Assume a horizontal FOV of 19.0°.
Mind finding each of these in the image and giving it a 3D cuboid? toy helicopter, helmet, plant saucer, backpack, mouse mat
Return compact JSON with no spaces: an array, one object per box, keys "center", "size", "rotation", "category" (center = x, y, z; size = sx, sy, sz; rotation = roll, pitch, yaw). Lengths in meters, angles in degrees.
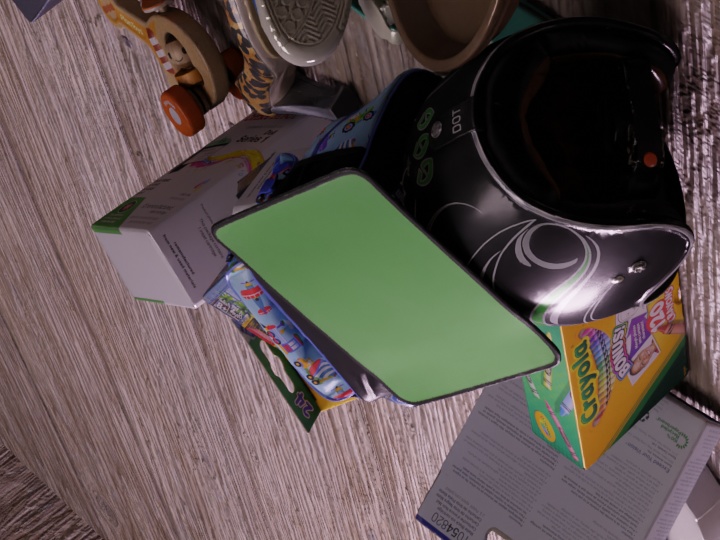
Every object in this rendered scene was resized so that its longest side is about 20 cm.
[{"center":[-0.184,-0.219,1.929],"size":[0.200,0.079,0.133],"rotation":[37,156,42],"category":"toy helicopter"},{"center":[0.125,-0.056,1.374],"size":[0.200,0.200,0.191],"rotation":[47,159,9],"category":"helmet"},{"center":[0.061,-0.224,1.326],"size":[0.200,0.029,0.202],"rotation":[179,90,-68],"category":"plant saucer"},{"center":[0.018,-0.032,1.493],"size":[0.134,0.201,0.183],"rotation":[-11,133,38],"category":"backpack"},{"center":[0.015,0.015,1.368],"size":[0.200,0.008,0.160],"rotation":[41,145,-24],"category":"mouse mat"}]

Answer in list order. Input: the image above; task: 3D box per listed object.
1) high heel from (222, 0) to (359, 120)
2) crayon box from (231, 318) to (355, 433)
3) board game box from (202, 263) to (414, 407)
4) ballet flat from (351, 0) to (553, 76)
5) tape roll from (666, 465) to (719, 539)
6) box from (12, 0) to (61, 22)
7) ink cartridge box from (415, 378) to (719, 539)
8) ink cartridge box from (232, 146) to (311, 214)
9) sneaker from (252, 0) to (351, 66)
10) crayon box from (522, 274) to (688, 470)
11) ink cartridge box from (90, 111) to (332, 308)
[{"center":[-0.098,-0.199,1.773],"size":[0.142,0.072,0.200],"rotation":[16,150,47],"category":"high heel"},{"center":[-0.027,0.031,1.865],"size":[0.051,0.200,0.126],"rotation":[-21,112,31],"category":"crayon box"},{"center":[0.000,0.000,1.641],"size":[0.199,0.062,0.200],"rotation":[32,139,3],"category":"board game box"},{"center":[0.059,-0.169,1.498],"size":[0.200,0.070,0.068],"rotation":[34,154,38],"category":"ballet flat"},{"center":[0.227,0.174,1.792],"size":[0.203,0.037,0.203],"rotation":[43,159,21],"category":"tape roll"},{"center":[-0.230,-0.335,1.641],"size":[0.200,0.198,0.123],"rotation":[53,160,-5],"category":"box"},{"center":[0.162,0.160,1.695],"size":[0.199,0.201,0.040],"rotation":[34,-172,38],"category":"ink cartridge box"},{"center":[0.021,-0.027,1.713],"size":[0.199,0.085,0.145],"rotation":[-6,126,38],"category":"ink cartridge box"},{"center":[-0.055,-0.229,1.554],"size":[0.111,0.076,0.201],"rotation":[113,143,-72],"category":"sneaker"},{"center":[0.172,0.037,1.549],"size":[0.058,0.119,0.201],"rotation":[35,156,35],"category":"crayon box"},{"center":[-0.116,-0.059,1.879],"size":[0.084,0.200,0.145],"rotation":[60,158,-17],"category":"ink cartridge box"}]
